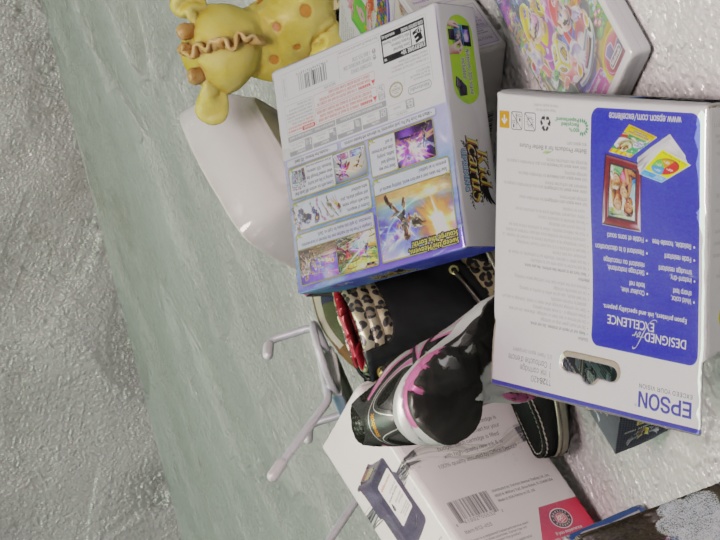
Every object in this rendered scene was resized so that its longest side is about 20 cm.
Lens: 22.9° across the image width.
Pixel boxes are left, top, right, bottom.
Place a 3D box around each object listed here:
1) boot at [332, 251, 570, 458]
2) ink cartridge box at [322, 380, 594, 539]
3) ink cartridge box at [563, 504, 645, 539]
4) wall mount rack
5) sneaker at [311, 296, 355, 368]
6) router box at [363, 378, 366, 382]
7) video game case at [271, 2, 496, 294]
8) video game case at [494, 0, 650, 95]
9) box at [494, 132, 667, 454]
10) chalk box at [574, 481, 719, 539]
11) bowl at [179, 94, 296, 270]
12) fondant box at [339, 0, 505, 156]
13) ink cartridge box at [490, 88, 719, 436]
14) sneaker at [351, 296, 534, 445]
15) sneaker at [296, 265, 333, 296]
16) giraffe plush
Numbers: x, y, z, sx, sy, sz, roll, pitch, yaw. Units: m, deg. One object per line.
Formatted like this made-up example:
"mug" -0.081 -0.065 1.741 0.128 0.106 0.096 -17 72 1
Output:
"boot" 0.075 0.077 1.470 0.073 0.153 0.205 138 113 -71
"ink cartridge box" 0.084 0.183 1.481 0.200 0.144 0.085 56 135 27
"ink cartridge box" 0.204 0.296 1.422 0.200 0.076 0.137 101 148 -57
"wall mount rack" -0.036 0.150 1.559 0.174 0.074 0.201 -100 -9 -51
"sneaker" 0.000 0.000 1.550 0.090 0.067 0.201 -68 31 31
"router box" 0.045 0.172 1.654 0.150 0.051 0.201 74 -176 -46
"video game case" 0.017 -0.087 1.359 0.199 0.045 0.183 -15 78 49
"video game case" 0.133 -0.193 1.243 0.143 0.018 0.201 106 143 -63
"box" 0.161 0.010 1.283 0.158 0.051 0.201 85 160 -56
"chalk box" 0.241 0.261 1.182 0.200 0.124 0.125 -127 25 -51
"bowl" -0.077 -0.092 1.812 0.199 0.075 0.201 29 -155 -52
"fondant box" 0.046 -0.190 1.459 0.145 0.058 0.201 92 154 -50
"ink cartridge box" 0.161 -0.012 1.144 0.197 0.047 0.202 11 106 52
"sneaker" 0.059 0.072 1.273 0.086 0.200 0.081 -15 92 35
"sneaker" -0.007 -0.075 1.502 0.086 0.080 0.201 -116 39 -74
"giraffe plush" -0.101 -0.214 1.719 0.200 0.161 0.173 110 139 -65
